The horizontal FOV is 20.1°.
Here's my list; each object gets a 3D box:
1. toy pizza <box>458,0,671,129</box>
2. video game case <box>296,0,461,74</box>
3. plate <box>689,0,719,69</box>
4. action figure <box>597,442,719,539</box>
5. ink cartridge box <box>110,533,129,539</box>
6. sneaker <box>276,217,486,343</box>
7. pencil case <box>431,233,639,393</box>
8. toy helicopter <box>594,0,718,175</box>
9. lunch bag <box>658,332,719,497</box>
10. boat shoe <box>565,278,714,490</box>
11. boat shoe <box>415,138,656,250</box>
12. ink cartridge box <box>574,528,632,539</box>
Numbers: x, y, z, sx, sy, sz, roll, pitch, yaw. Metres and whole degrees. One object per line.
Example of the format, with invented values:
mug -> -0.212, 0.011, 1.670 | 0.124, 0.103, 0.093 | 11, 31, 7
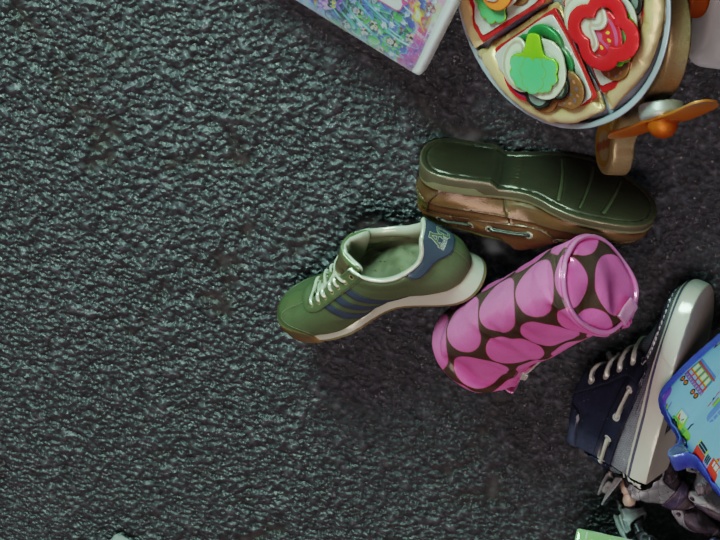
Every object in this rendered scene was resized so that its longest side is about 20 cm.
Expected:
toy pizza -> 0.142, -0.201, 1.503 | 0.199, 0.032, 0.201 | 19, 119, 39
video game case -> 0.009, -0.270, 1.528 | 0.181, 0.024, 0.201 | 32, 129, 5
plate -> 0.349, -0.220, 1.503 | 0.198, 0.032, 0.201 | 7, 129, 8
action figure -> 0.298, 0.210, 1.835 | 0.199, 0.070, 0.130 | 32, 140, -6
ink cartridge box -> -0.281, 0.385, 2.063 | 0.083, 0.147, 0.200 | 33, 128, -15
sneaker -> 0.000, 0.000, 1.722 | 0.199, 0.067, 0.090 | -14, 142, 28
pencil case -> 0.148, 0.041, 1.682 | 0.094, 0.091, 0.200 | 50, 147, -6
toy helicopter -> 0.216, -0.136, 1.545 | 0.078, 0.133, 0.200 | -4, 145, -13
lunch bag -> 0.334, 0.101, 1.633 | 0.199, 0.151, 0.094 | -32, 126, 3
boat shoe -> 0.236, 0.087, 1.752 | 0.092, 0.075, 0.201 | 25, 116, 26
boat shoe -> 0.143, -0.055, 1.667 | 0.199, 0.072, 0.068 | 16, 135, 13
ink cartridge box -> 0.290, 0.302, 1.876 | 0.199, 0.048, 0.146 | 11, 157, 10
